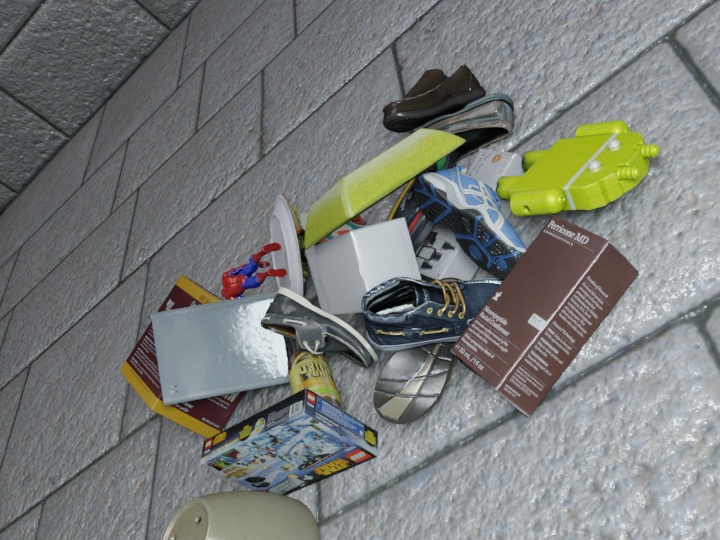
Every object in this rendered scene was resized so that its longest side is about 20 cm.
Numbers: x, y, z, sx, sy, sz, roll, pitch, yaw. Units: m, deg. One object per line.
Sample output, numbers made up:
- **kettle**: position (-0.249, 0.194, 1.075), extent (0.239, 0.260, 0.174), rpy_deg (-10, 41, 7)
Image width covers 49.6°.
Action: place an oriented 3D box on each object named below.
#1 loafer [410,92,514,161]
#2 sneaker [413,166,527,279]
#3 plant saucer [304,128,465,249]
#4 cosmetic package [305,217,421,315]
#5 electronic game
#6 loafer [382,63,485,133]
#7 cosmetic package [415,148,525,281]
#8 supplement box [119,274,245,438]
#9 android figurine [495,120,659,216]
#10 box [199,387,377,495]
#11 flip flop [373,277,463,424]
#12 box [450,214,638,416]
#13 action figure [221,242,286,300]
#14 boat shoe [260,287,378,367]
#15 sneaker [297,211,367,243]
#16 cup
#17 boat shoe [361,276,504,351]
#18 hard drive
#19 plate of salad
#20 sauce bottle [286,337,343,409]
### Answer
- **loafer**: position (0.142, -0.196, 1.173), extent (0.198, 0.072, 0.064), rpy_deg (-27, 47, 32)
- **sneaker**: position (0.151, -0.068, 0.965), extent (0.076, 0.076, 0.200), rpy_deg (-25, 55, -23)
- **plant saucer**: position (0.017, -0.116, 1.034), extent (0.199, 0.048, 0.199), rpy_deg (-34, 3, -22)
- **cosmetic package**: position (0.000, 0.000, 1.065), extent (0.084, 0.109, 0.199), rpy_deg (-16, 2, -23)
- **electronic game**: position (0.077, -0.091, 1.127), extent (0.201, 0.041, 0.201), rpy_deg (-57, 12, 19)
- **loafer**: position (0.104, -0.267, 1.190), extent (0.198, 0.072, 0.073), rpy_deg (-25, 2, -36)
- **cosmetic package**: position (0.149, -0.068, 1.061), extent (0.082, 0.050, 0.202), rpy_deg (22, 78, 55)
- **supplement box**: position (-0.277, 0.143, 1.324), extent (0.202, 0.132, 0.196), rpy_deg (-58, 33, -7)
- **android figurine**: position (0.261, -0.122, 0.939), extent (0.182, 0.041, 0.199), rpy_deg (-42, 24, -26)
- **box**: position (-0.093, 0.231, 1.012), extent (0.199, 0.136, 0.040), rpy_deg (-30, 39, 31)
- **flip flop**: position (0.084, 0.103, 0.978), extent (0.080, 0.058, 0.202), rpy_deg (21, 70, 15)
- **box**: position (0.203, 0.048, 0.869), extent (0.201, 0.075, 0.100), rpy_deg (-52, 33, 0)
- **action figure**: position (-0.165, 0.011, 1.301), extent (0.199, 0.098, 0.066), rpy_deg (-26, 73, 50)
- **boat shoe**: position (-0.059, 0.095, 1.115), extent (0.198, 0.072, 0.068), rpy_deg (26, 66, 32)
- **sneaker**: position (-0.044, -0.066, 1.302), extent (0.093, 0.071, 0.200), rpy_deg (-33, 26, -10)
- **cup**: position (-0.168, 0.362, 0.981), extent (0.199, 0.143, 0.202), rpy_deg (-31, 39, 29)
- **boat shoe**: position (0.099, 0.042, 0.920), extent (0.197, 0.091, 0.072), rpy_deg (-16, 61, 2)
- **hard drive**: position (-0.212, 0.119, 1.197), extent (0.033, 0.196, 0.142), rpy_deg (118, 142, -83)
- **plate of salad**: position (-0.110, -0.024, 1.270), extent (0.200, 0.047, 0.204), rpy_deg (171, 90, -73)
- **sauce bottle**: position (-0.072, 0.155, 1.120), extent (0.065, 0.064, 0.201), rpy_deg (-45, 33, 12)
